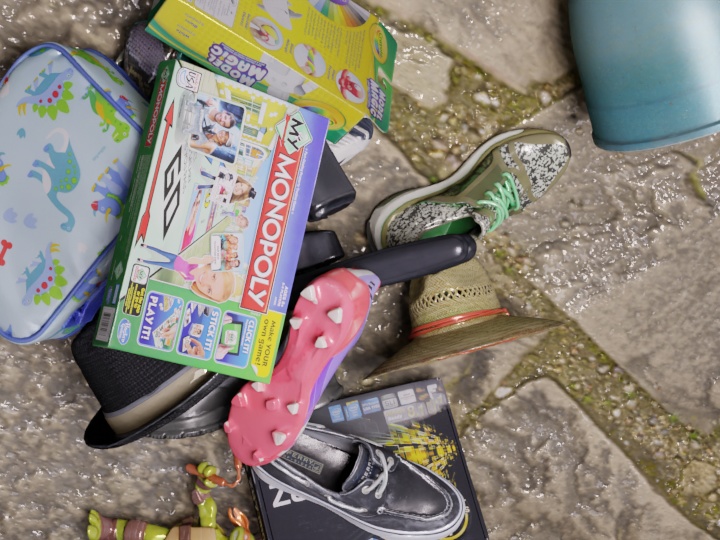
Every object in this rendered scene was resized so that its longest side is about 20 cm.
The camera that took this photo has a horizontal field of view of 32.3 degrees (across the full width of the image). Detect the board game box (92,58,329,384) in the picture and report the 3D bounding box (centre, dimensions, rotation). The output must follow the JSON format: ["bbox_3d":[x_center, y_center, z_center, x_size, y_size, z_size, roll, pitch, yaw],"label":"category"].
[{"bbox_3d":[-0.102,-0.031,0.880,0.134,0.029,0.202,16,83,-35],"label":"board game box"}]

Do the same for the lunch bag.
[{"bbox_3d":[-0.226,-0.053,0.931,0.161,0.082,0.200,44,105,11],"label":"lunch bag"}]

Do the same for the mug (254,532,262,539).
[{"bbox_3d":[-0.058,0.366,1.195,0.177,0.133,0.201,-41,118,-24],"label":"mug"}]

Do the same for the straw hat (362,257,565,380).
[{"bbox_3d":[0.083,0.033,1.107,0.199,0.201,0.086,-13,84,-14],"label":"straw hat"}]

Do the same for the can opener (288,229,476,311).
[{"bbox_3d":[0.000,0.000,1.040,0.199,0.063,0.079,-10,98,26],"label":"can opener"}]

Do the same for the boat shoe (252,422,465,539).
[{"bbox_3d":[0.000,0.179,1.084,0.199,0.068,0.072,23,66,0],"label":"boat shoe"}]

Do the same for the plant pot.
[{"bbox_3d":[0.256,-0.225,1.020,0.199,0.200,0.189,-26,107,-7],"label":"plant pot"}]

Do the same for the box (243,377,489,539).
[{"bbox_3d":[0.001,0.199,1.140,0.198,0.162,0.049,-10,159,-14],"label":"box"}]

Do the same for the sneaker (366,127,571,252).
[{"bbox_3d":[0.107,-0.052,1.094,0.199,0.089,0.077,-31,120,-4],"label":"sneaker"}]

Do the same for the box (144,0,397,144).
[{"bbox_3d":[-0.059,-0.182,0.953,0.199,0.118,0.048,28,137,-23],"label":"box"}]

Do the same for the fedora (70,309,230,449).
[{"bbox_3d":[-0.158,0.049,0.985,0.200,0.201,0.092,-38,104,0],"label":"fedora"}]

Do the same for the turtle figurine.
[{"bbox_3d":[-0.163,0.243,1.129,0.160,0.064,0.202,-4,85,-1],"label":"turtle figurine"}]

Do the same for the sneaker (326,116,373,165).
[{"bbox_3d":[-0.081,-0.063,1.038,0.199,0.079,0.130,-32,153,-34],"label":"sneaker"}]

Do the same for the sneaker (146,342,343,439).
[{"bbox_3d":[-0.119,0.095,1.098,0.198,0.076,0.092,-13,91,-4],"label":"sneaker"}]

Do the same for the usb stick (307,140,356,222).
[{"bbox_3d":[-0.069,-0.129,0.966,0.055,0.033,0.201,-24,80,-36],"label":"usb stick"}]

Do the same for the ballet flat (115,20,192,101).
[{"bbox_3d":[-0.181,-0.104,0.993,0.071,0.072,0.202,6,111,-22],"label":"ballet flat"}]

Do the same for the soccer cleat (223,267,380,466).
[{"bbox_3d":[-0.046,0.081,1.017,0.076,0.067,0.201,-20,145,-54],"label":"soccer cleat"}]
